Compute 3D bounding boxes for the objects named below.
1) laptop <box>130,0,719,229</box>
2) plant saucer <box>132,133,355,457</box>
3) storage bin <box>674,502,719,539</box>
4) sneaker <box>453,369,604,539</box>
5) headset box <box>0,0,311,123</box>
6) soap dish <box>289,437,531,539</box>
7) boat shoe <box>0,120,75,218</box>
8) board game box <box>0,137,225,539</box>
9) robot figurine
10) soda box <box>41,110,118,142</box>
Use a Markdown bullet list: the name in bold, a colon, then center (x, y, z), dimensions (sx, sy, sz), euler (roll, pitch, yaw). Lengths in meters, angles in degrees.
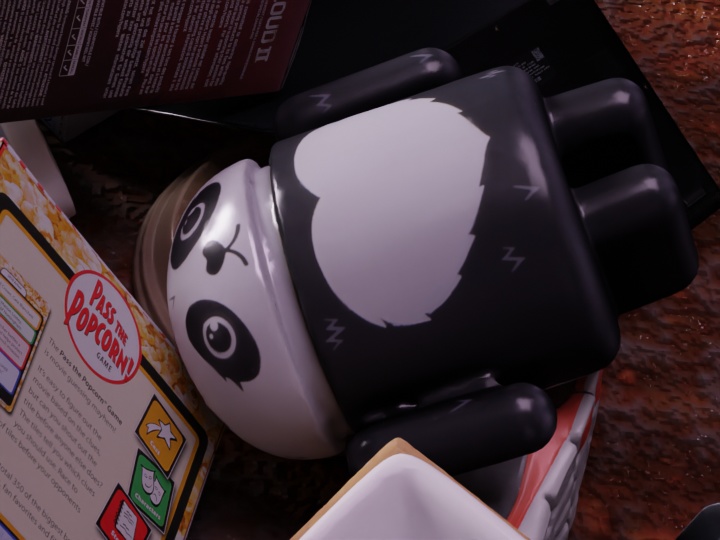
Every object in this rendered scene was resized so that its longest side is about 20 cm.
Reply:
- **laptop**: center (0.026, -0.054, 1.049), dimensions (0.187, 0.116, 0.201), euler (-33, 88, -38)
- **plant saucer**: center (0.000, 0.000, 1.012), dimensions (0.198, 0.030, 0.201), euler (8, 42, -7)
- **storage bin**: center (0.197, 0.176, 0.809), dimensions (0.198, 0.146, 0.135), euler (12, 69, -1)
- **sneaker**: center (0.042, 0.083, 0.902), dimensions (0.081, 0.077, 0.200), euler (15, 41, 12)
- **headset box**: center (-0.122, -0.140, 0.969), dimensions (0.199, 0.075, 0.149), euler (-9, 48, -34)
- **soap dish**: center (0.003, 0.174, 0.752), dimensions (0.157, 0.081, 0.200), euler (37, 69, 25)
- **boat shoe**: center (-0.198, -0.081, 1.025), dimensions (0.068, 0.072, 0.200), euler (-33, 64, -13)
- **board game box**: center (-0.127, 0.074, 0.819), dimensions (0.046, 0.152, 0.201), euler (-20, 32, 29)
- **robot figurine**: center (0.024, -0.004, 0.881), dimensions (0.199, 0.126, 0.150), euler (-18, 18, 7)
- **soda box**: center (-0.083, -0.144, 1.097), dimensions (0.199, 0.064, 0.068), euler (-34, 68, -31)
